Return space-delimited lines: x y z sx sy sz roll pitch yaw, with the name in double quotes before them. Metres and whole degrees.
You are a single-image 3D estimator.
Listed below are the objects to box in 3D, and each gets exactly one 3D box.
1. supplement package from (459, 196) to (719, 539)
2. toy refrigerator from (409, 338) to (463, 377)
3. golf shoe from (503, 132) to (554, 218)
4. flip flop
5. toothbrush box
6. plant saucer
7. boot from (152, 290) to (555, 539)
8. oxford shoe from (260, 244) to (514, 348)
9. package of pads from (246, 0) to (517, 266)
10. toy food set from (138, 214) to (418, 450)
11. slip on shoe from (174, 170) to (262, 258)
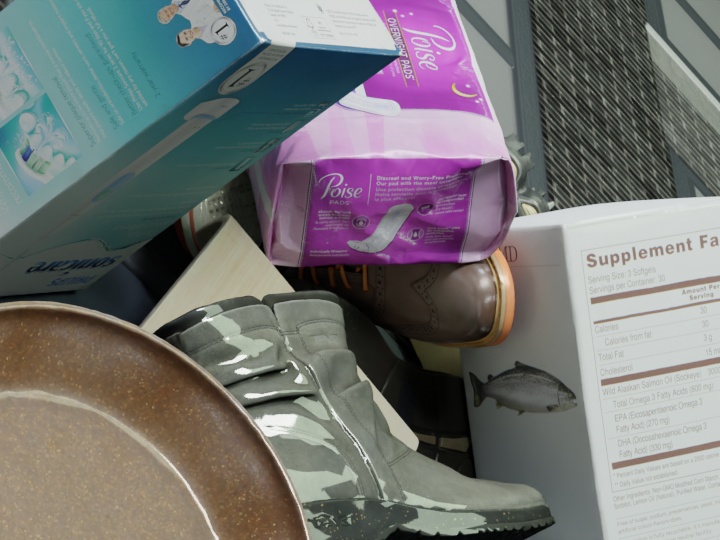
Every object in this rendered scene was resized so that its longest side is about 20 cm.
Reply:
"supplement package" 0.130 0.068 1.428 0.117 0.117 0.200 -9 93 -28
"toy refrigerator" 0.064 0.026 1.632 0.076 0.070 0.200 21 41 -61
"golf shoe" 0.077 0.028 1.511 0.094 0.078 0.200 -34 96 -35
"flip flop" -0.004 0.065 1.434 0.200 0.058 0.081 26 70 -40
"toothbrush box" -0.104 -0.074 1.237 0.085 0.200 0.146 58 22 11
"plant saucer" -0.109 0.106 1.117 0.200 0.037 0.201 22 48 -26
"boot" 0.002 0.068 1.261 0.200 0.068 0.131 4 64 -47
"oxford shoe" 0.000 0.000 1.436 0.073 0.071 0.200 -8 16 -36
"package of pads" -0.001 -0.087 1.410 0.120 0.076 0.200 -1 39 -12
"toy food set" -0.062 0.078 1.289 0.144 0.060 0.200 51 35 -11
"slip on shoe" -0.089 -0.065 1.450 0.074 0.061 0.200 55 14 -39
